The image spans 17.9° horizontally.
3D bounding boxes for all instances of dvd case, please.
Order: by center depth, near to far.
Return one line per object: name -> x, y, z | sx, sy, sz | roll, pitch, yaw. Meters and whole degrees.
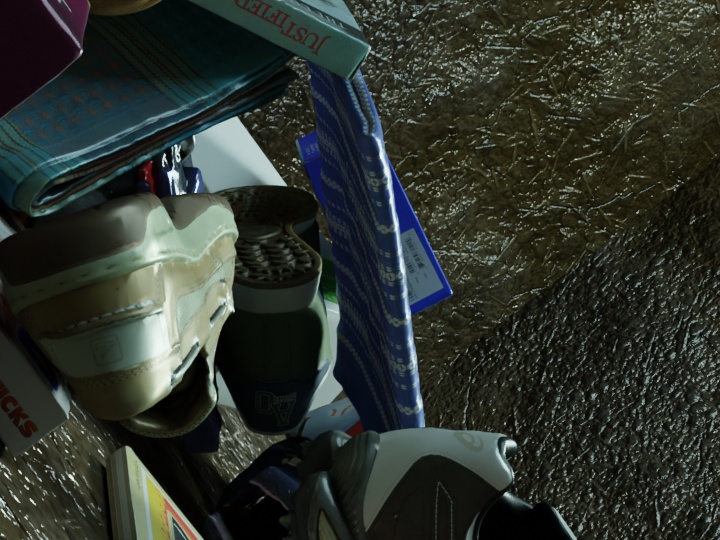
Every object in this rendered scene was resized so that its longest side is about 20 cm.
dvd case -> -0.082, -0.160, 0.952 | 0.146, 0.022, 0.200 | 25, 23, -30

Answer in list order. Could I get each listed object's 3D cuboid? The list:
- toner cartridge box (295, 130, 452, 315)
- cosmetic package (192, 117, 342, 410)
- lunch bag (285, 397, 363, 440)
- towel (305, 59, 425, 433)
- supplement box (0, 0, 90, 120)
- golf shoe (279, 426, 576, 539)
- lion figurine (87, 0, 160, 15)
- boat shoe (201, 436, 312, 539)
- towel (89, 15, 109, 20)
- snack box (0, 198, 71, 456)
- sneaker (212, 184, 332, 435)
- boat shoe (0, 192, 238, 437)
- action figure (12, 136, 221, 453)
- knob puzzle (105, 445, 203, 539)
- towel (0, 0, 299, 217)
toner cartridge box -> 0.004, -0.031, 1.232 | 0.200, 0.043, 0.095 | -110, 176, -84
cosmetic package -> -0.084, -0.013, 1.312 | 0.107, 0.085, 0.200 | 19, 29, -51
lunch bag -> 0.032, 0.151, 1.111 | 0.160, 0.075, 0.201 | -120, -173, -64
towel -> 0.000, 0.000, 0.983 | 0.145, 0.024, 0.201 | -112, -168, -59
supplement box -> -0.157, -0.093, 0.675 | 0.131, 0.103, 0.200 | 54, 1, -13
golf shoe -> 0.046, 0.139, 0.851 | 0.078, 0.094, 0.201 | -84, 155, -50
lion figurine -> -0.124, -0.124, 0.805 | 0.072, 0.199, 0.123 | -30, 125, -61
boat shoe -> 0.007, 0.160, 0.947 | 0.200, 0.075, 0.093 | 49, 10, 9
towel -> -0.147, -0.136, 0.990 | 0.200, 0.170, 0.048 | -125, -149, -42
snack box -> -0.128, 0.008, 0.795 | 0.072, 0.024, 0.200 | 55, 1, -11
sneaker -> -0.050, 0.020, 1.147 | 0.200, 0.067, 0.090 | -109, -163, -74
boat shoe -> -0.074, 0.019, 0.758 | 0.200, 0.071, 0.077 | -22, 93, -82
action figure -> -0.120, -0.014, 1.064 | 0.194, 0.104, 0.201 | -98, -179, -76
knob puzzle -> -0.015, 0.157, 0.796 | 0.220, 0.030, 0.220 | 54, 0, 0
towel -> -0.140, -0.115, 0.912 | 0.200, 0.146, 0.022 | 45, -38, 20
